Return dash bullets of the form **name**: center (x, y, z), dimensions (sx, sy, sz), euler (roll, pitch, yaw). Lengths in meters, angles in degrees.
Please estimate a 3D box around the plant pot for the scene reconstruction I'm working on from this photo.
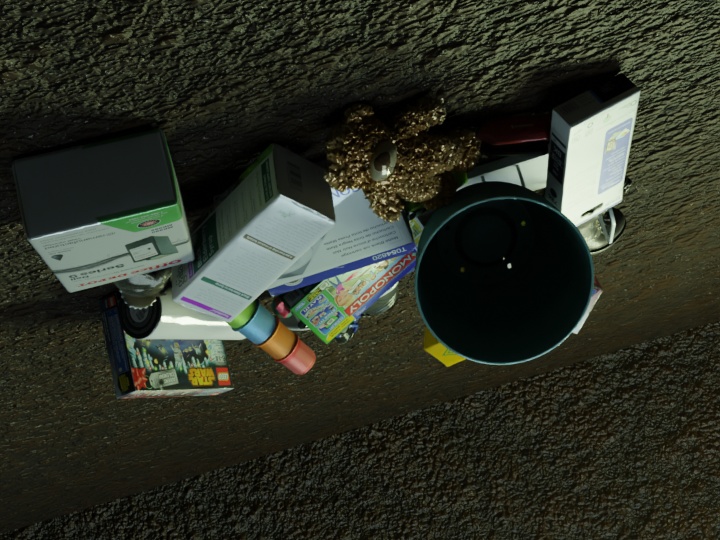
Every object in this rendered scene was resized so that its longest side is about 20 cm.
- **plant pot**: center (0.157, -0.013, 1.440), dimensions (0.200, 0.201, 0.161), euler (-17, -161, 4)

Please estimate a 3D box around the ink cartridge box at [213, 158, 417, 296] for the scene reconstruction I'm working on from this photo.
- **ink cartridge box**: center (-0.044, -0.042, 1.437), dimensions (0.199, 0.041, 0.200), euler (-18, 140, 7)

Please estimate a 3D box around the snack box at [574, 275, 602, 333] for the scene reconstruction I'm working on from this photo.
- **snack box**: center (0.275, 0.003, 1.662), dimensions (0.024, 0.200, 0.072), euler (20, 114, -15)

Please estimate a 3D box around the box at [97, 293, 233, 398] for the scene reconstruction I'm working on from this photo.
- **box**: center (-0.265, 0.105, 1.702), dimensions (0.040, 0.137, 0.200), euler (-22, 165, 31)

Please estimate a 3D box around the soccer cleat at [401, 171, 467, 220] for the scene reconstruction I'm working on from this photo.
- **soccer cleat**: center (0.042, -0.077, 1.510), dimensions (0.200, 0.068, 0.081), euler (-27, 163, 27)

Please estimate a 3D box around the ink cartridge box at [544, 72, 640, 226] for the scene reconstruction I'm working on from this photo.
- **ink cartridge box**: center (0.265, -0.131, 1.431), dimensions (0.099, 0.039, 0.200), euler (-28, 147, -16)

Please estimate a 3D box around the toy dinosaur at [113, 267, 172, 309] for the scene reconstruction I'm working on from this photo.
- **toy dinosaur**: center (-0.254, 0.002, 1.460), dimensions (0.102, 0.077, 0.200), euler (-23, 168, -1)

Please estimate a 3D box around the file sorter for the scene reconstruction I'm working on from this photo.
- **file sorter**: center (0.219, -0.074, 1.591), dimensions (0.200, 0.125, 0.139), euler (-18, 166, 5)

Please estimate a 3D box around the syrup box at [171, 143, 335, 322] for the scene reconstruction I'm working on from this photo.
- **syrup box**: center (-0.120, -0.037, 1.333), dimensions (0.081, 0.079, 0.200), euler (25, 129, -33)

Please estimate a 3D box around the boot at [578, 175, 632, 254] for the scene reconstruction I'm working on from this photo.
- **boot**: center (0.345, -0.087, 1.799), dimensions (0.200, 0.069, 0.174), euler (-16, 159, -29)

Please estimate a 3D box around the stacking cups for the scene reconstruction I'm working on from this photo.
- **stacking cups**: center (-0.141, 0.073, 1.645), dimensions (0.060, 0.061, 0.200), euler (-27, 121, 37)

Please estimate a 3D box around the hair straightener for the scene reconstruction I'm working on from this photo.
- **hair straightener**: center (0.124, -0.134, 1.409), dimensions (0.200, 0.041, 0.077), euler (-12, 155, -16)

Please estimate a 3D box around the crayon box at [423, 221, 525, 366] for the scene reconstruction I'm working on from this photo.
- **crayon box**: center (0.175, 0.014, 1.724), dimensions (0.172, 0.200, 0.058), euler (-26, 130, 34)

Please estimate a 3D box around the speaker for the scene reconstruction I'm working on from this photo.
- **speaker**: center (-0.228, 0.054, 1.673), dimensions (0.081, 0.081, 0.200), euler (-25, 163, 32)

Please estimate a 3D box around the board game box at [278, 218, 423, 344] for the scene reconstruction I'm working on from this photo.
- **board game box**: center (0.000, 0.000, 1.605), dimensions (0.200, 0.029, 0.135), euler (-42, 149, 0)

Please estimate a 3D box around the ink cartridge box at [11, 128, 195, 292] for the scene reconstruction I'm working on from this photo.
- **ink cartridge box**: center (-0.249, -0.055, 1.236), dimensions (0.146, 0.084, 0.200), euler (-14, 166, -6)

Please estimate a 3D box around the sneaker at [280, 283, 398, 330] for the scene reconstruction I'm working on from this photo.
- **sneaker**: center (-0.027, 0.052, 1.891), dimensions (0.200, 0.071, 0.099), euler (-22, 160, 5)

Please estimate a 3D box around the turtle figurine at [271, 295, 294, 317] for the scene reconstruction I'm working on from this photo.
- **turtle figurine**: center (-0.057, 0.012, 1.681), dimensions (0.200, 0.101, 0.150), euler (-21, 165, -3)

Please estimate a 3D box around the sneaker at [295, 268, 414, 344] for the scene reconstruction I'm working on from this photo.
- **sneaker**: center (-0.012, 0.042, 1.786), dimensions (0.199, 0.115, 0.081), euler (-17, 166, 2)

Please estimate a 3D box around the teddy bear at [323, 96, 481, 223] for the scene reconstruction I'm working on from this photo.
- **teddy bear**: center (0.052, -0.113, 1.307), dimensions (0.145, 0.067, 0.200), euler (-40, 146, 13)
